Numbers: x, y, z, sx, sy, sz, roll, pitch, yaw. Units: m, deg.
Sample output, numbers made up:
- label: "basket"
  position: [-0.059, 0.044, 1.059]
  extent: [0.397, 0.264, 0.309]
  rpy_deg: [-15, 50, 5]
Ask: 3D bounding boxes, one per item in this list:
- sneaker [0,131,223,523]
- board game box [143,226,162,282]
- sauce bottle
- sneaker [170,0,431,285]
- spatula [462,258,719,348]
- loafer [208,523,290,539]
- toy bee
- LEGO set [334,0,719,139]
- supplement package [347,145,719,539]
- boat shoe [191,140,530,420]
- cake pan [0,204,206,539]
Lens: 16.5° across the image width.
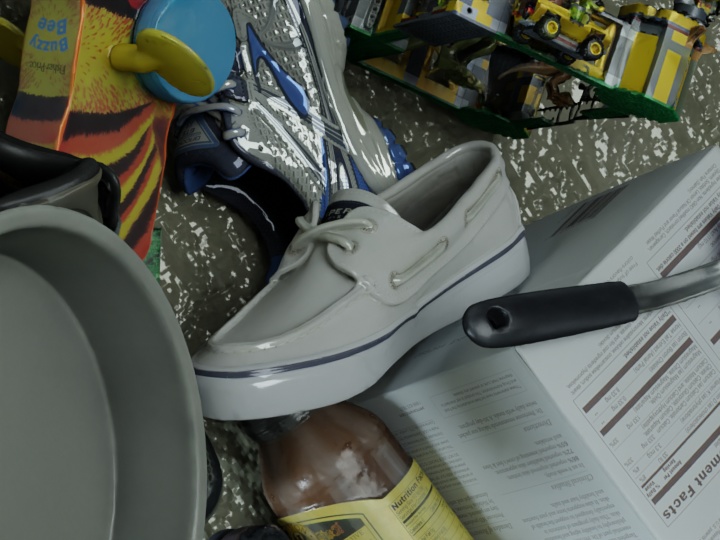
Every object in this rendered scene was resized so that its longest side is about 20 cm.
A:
- label: "sneaker"
  position: [-0.114, 0.025, 0.953]
  extent: [0.076, 0.114, 0.200]
  rpy_deg: [-43, 103, -30]
- label: "board game box"
  position: [-0.175, 0.018, 0.997]
  extent: [0.200, 0.023, 0.105]
  rpy_deg: [9, 71, -29]
- label: "sauce bottle"
  position: [0.002, 0.105, 1.058]
  extent: [0.065, 0.065, 0.200]
  rpy_deg: [-42, 99, -32]
- label: "sneaker"
  position: [-0.047, -0.076, 1.068]
  extent: [0.085, 0.077, 0.200]
  rpy_deg: [-32, 94, -29]
- label: "spatula"
  position: [0.123, 0.007, 0.998]
  extent: [0.200, 0.021, 0.057]
  rpy_deg: [-12, 70, -30]
- label: "loafer"
  position: [-0.036, 0.180, 0.976]
  extent: [0.072, 0.063, 0.200]
  rpy_deg: [47, 33, -33]
- label: "toy bee"
  position: [-0.110, -0.108, 0.995]
  extent: [0.109, 0.131, 0.200]
  rpy_deg: [25, 58, -45]
- label: "LEGO set"
  position: [0.070, -0.137, 1.083]
  extent: [0.154, 0.200, 0.116]
  rpy_deg: [22, 81, -15]
- label: "supplement package"
  position: [0.128, 0.082, 1.086]
  extent: [0.151, 0.152, 0.200]
  rpy_deg: [-43, 100, -32]
- label: "boat shoe"
  position: [0.000, 0.000, 1.002]
  extent: [0.200, 0.072, 0.066]
  rpy_deg: [-27, 114, -42]
- label: "cake pan"
  position: [-0.122, 0.078, 0.852]
  extent: [0.200, 0.037, 0.201]
  rpy_deg: [-2, 92, -60]
